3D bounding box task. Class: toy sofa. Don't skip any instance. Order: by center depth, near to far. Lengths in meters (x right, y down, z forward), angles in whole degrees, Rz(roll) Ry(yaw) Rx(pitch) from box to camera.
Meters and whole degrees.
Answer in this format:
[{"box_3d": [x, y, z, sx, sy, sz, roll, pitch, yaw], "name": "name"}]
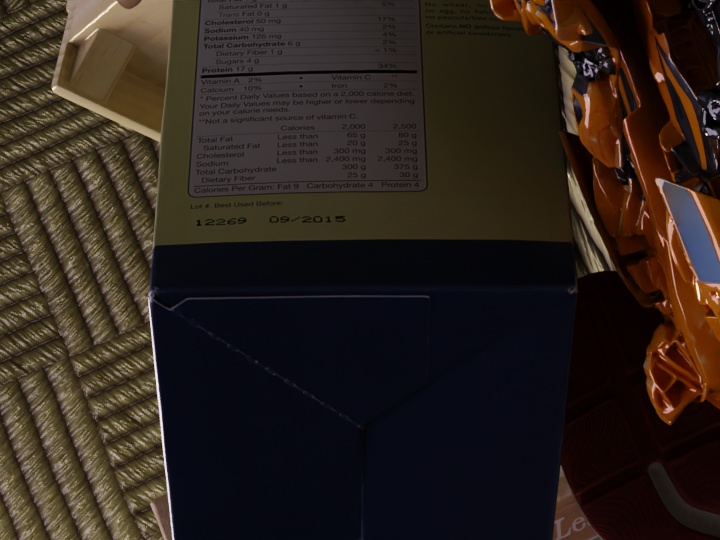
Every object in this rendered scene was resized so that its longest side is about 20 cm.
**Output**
[{"box_3d": [-0.060, -0.144, 1.029, 0.200, 0.083, 0.098, -31, 44, 49], "name": "toy sofa"}]

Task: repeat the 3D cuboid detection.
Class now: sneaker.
[{"box_3d": [0.123, 0.101, 0.866, 0.116, 0.078, 0.200, 103, 144, -79], "name": "sneaker"}]

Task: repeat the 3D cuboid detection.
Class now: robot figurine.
[{"box_3d": [0.091, -0.041, 0.641, 0.145, 0.058, 0.200, -137, 23, -74], "name": "robot figurine"}]

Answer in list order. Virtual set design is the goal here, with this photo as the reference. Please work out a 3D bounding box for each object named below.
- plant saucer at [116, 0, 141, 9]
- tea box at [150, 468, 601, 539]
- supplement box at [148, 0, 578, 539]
[{"box_3d": [-0.081, -0.213, 0.951, 0.200, 0.029, 0.200, -163, 90, -75], "name": "plant saucer"}, {"box_3d": [0.038, 0.169, 0.996, 0.134, 0.200, 0.197, -122, 9, -59], "name": "tea box"}, {"box_3d": [0.000, 0.000, 0.796, 0.200, 0.134, 0.200, 91, 179, -47], "name": "supplement box"}]
